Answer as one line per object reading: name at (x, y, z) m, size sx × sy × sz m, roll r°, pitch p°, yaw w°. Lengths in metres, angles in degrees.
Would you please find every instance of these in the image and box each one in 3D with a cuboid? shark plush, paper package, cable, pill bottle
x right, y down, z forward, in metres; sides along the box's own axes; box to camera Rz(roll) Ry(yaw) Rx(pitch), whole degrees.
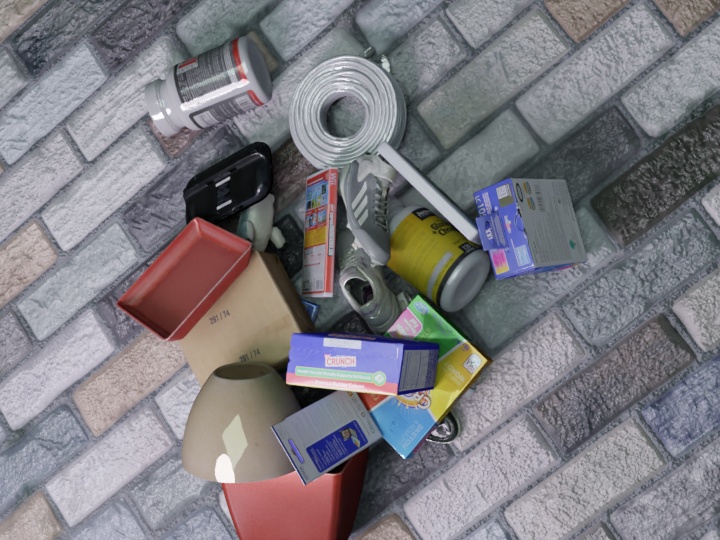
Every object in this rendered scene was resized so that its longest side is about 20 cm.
shark plush at (-0.196, -0.108, 1.669) m, size 0.082 × 0.090 × 0.204 m, roll -12°, pitch 88°, yaw 44°
paper package at (-0.192, 0.093, 1.610) m, size 0.198 × 0.103 × 0.193 m, roll -31°, pitch 80°, yaw 9°
cable at (-0.021, -0.253, 1.627) m, size 0.197 × 0.069 × 0.203 m, roll -26°, pitch 81°, yaw 12°
pill bottle at (0.099, -0.033, 1.553) m, size 0.199 × 0.112 × 0.113 m, roll 38°, pitch 96°, yaw 27°
pill bottle at (-0.258, -0.307, 1.668) m, size 0.197 × 0.116 × 0.118 m, roll -19°, pitch 82°, yaw 12°

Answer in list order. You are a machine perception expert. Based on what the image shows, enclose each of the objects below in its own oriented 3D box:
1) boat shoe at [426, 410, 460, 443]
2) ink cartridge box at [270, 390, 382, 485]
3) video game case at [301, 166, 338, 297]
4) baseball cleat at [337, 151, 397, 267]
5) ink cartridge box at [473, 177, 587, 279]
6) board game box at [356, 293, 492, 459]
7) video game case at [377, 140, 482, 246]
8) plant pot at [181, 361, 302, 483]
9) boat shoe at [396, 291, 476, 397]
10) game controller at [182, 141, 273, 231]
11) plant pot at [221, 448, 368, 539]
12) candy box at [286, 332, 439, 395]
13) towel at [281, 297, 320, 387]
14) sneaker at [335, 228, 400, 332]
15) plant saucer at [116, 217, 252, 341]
boat shoe at (0.070, 0.211, 1.577) m, size 0.199 × 0.066 × 0.075 m, roll 39°, pitch 97°, yaw 14°
ink cartridge box at (-0.053, 0.241, 1.441) m, size 0.037 × 0.199 × 0.096 m, roll -38°, pitch 79°, yaw 33°
video game case at (-0.067, -0.058, 1.598) m, size 0.017 × 0.143 × 0.204 m, roll 3°, pitch 87°, yaw -18°
baseball cleat at (0.021, -0.106, 1.515) m, size 0.106 × 0.069 × 0.202 m, roll -39°, pitch 52°, yaw 21°
ink cartridge box at (0.248, -0.064, 1.474) m, size 0.076 × 0.198 × 0.139 m, roll -20°, pitch 81°, yaw 37°
board game box at (0.083, 0.163, 1.520) m, size 0.153 × 0.040 × 0.201 m, roll 42°, pitch 99°, yaw 18°
video game case at (0.120, -0.114, 1.524) m, size 0.022 × 0.182 × 0.200 m, roll -46°, pitch 77°, yaw 8°
plant pot at (-0.174, 0.215, 1.482) m, size 0.196 × 0.200 × 0.137 m, roll 1°, pitch 102°, yaw 14°
boat shoe at (0.120, 0.113, 1.572) m, size 0.200 × 0.071 × 0.070 m, roll 45°, pitch 101°, yaw 19°
game controller at (-0.224, -0.138, 1.655) m, size 0.198 × 0.042 × 0.106 m, roll -24°, pitch 69°, yaw 32°
plant pot at (-0.098, 0.359, 1.556) m, size 0.196 × 0.200 × 0.180 m, roll 2°, pitch 101°, yaw 14°
candy box at (0.009, 0.132, 1.421) m, size 0.166 × 0.200 × 0.079 m, roll 5°, pitch 87°, yaw 20°
towel at (-0.165, 0.127, 1.666) m, size 0.145 × 0.024 × 0.203 m, roll 22°, pitch 92°, yaw 14°
sneaker at (0.000, 0.000, 1.574) m, size 0.074 × 0.099 × 0.202 m, roll -36°, pitch 53°, yaw 13°
plant saucer at (-0.275, 0.018, 1.567) m, size 0.201 × 0.037 × 0.198 m, roll -50°, pitch 37°, yaw -14°
